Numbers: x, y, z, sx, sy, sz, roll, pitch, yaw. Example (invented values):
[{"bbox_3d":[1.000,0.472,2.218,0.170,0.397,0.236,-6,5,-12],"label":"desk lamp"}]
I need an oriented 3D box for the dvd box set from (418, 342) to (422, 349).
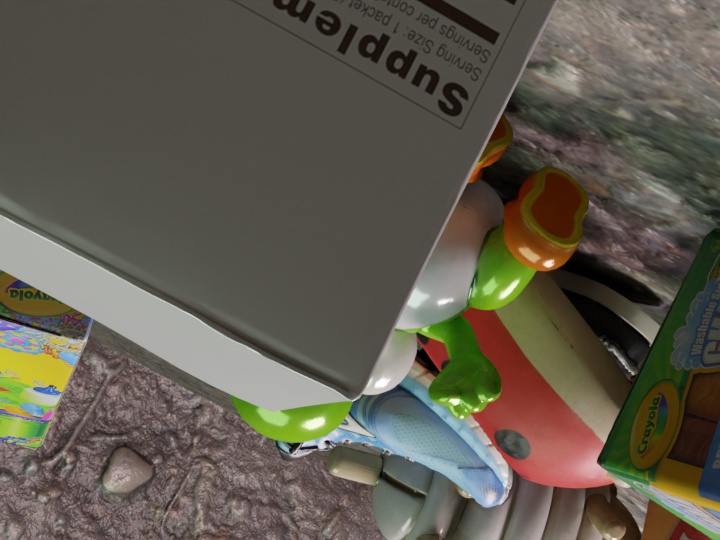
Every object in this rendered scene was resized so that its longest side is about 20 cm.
[{"bbox_3d":[-0.046,-0.004,1.327,0.200,0.029,0.146,43,167,-14],"label":"dvd box set"}]

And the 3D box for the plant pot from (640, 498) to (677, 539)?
[{"bbox_3d":[0.245,0.151,1.168,0.200,0.140,0.200,27,170,5],"label":"plant pot"}]

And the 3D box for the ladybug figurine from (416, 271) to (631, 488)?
[{"bbox_3d":[0.074,0.038,1.023,0.200,0.072,0.136,54,180,36],"label":"ladybug figurine"}]

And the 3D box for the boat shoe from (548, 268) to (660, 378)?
[{"bbox_3d":[0.088,0.030,1.168,0.072,0.068,0.200,32,174,-32],"label":"boat shoe"}]

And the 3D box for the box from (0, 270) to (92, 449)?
[{"bbox_3d":[-0.222,-0.019,0.970,0.199,0.122,0.193,18,158,-9],"label":"box"}]

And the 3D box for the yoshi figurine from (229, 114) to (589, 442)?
[{"bbox_3d":[0.007,0.018,0.930,0.112,0.113,0.200,10,140,-34],"label":"yoshi figurine"}]

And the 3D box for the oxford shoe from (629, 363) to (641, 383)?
[{"bbox_3d":[0.121,0.061,1.251,0.070,0.075,0.200,29,149,-17],"label":"oxford shoe"}]

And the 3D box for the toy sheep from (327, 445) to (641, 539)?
[{"bbox_3d":[0.076,0.137,1.195,0.199,0.138,0.138,23,172,-15],"label":"toy sheep"}]

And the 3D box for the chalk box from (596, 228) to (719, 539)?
[{"bbox_3d":[0.200,0.066,0.890,0.124,0.125,0.200,33,167,-34],"label":"chalk box"}]

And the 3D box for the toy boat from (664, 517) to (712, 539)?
[{"bbox_3d":[0.227,0.153,1.010,0.130,0.200,0.131,26,-161,-2],"label":"toy boat"}]

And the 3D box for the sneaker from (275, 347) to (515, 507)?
[{"bbox_3d":[-0.005,0.072,1.108,0.200,0.090,0.078,34,-176,4],"label":"sneaker"}]

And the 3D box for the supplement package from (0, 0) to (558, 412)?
[{"bbox_3d":[-0.017,-0.082,0.469,0.119,0.201,0.121,28,171,-7],"label":"supplement package"}]
